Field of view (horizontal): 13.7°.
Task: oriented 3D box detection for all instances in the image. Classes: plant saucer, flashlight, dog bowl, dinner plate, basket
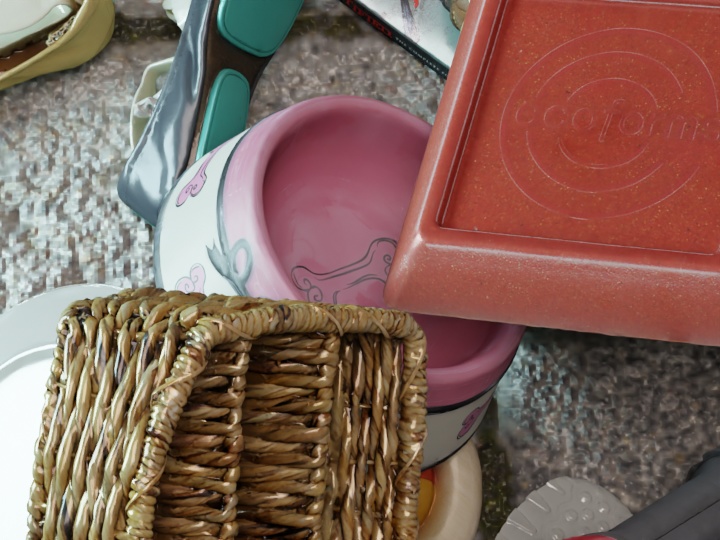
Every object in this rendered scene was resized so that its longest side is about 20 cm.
[{"bbox_3d":[0.122,-0.065,1.441,0.199,0.037,0.200,6,61,21],"label":"plant saucer"},{"bbox_3d":[0.140,0.140,1.476,0.068,0.068,0.200,19,31,39],"label":"flashlight"},{"bbox_3d":[0.000,0.000,1.501,0.200,0.074,0.201,18,50,-24],"label":"dog bowl"},{"bbox_3d":[-0.150,0.103,1.495,0.200,0.024,0.201,-7,74,27],"label":"dinner plate"},{"bbox_3d":[-0.061,0.112,1.361,0.149,0.143,0.201,6,94,19],"label":"basket"}]

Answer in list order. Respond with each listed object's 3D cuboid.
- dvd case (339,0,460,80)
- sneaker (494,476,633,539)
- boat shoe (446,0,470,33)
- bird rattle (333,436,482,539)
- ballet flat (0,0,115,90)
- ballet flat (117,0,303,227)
[{"bbox_3d":[0.058,-0.183,1.631,0.200,0.022,0.146,37,77,9],"label":"dvd case"},{"bbox_3d":[0.082,0.193,1.503,0.076,0.081,0.200,25,55,1],"label":"sneaker"},{"bbox_3d":[0.125,-0.186,1.562,0.200,0.072,0.068,-36,56,16],"label":"boat shoe"},{"bbox_3d":[-0.020,0.105,1.529,0.163,0.113,0.201,4,61,-13],"label":"bird rattle"},{"bbox_3d":[-0.226,-0.114,1.582,0.200,0.063,0.069,-26,76,-8],"label":"ballet flat"},{"bbox_3d":[-0.082,-0.116,1.586,0.073,0.073,0.201,17,80,3],"label":"ballet flat"}]
